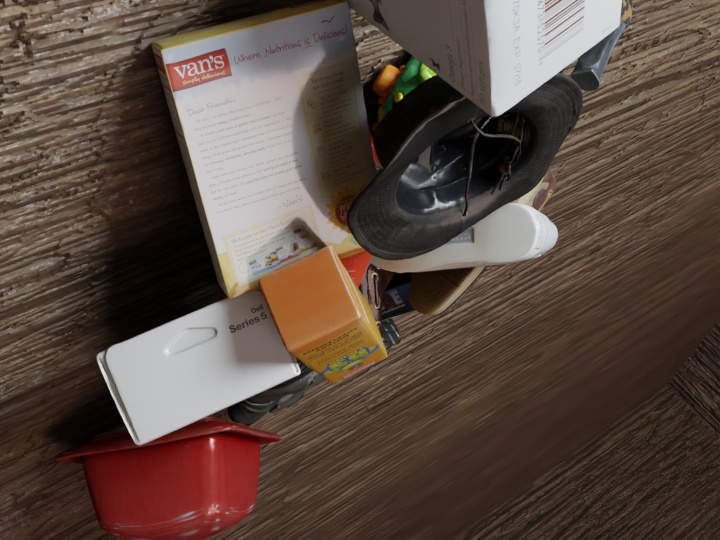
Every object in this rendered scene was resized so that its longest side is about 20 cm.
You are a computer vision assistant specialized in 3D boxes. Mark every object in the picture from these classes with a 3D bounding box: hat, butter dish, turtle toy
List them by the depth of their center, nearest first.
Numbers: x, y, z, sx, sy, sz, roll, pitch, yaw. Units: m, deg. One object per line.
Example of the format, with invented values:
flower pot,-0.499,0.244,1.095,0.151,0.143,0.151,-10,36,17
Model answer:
hat,0.066,-0.101,0.641,0.200,0.081,0.201,-25,155,-13
turtle toy,0.067,-0.124,0.795,0.101,0.146,0.200,-18,151,2
butter dish,-0.192,0.242,0.885,0.199,0.148,0.199,-10,163,8

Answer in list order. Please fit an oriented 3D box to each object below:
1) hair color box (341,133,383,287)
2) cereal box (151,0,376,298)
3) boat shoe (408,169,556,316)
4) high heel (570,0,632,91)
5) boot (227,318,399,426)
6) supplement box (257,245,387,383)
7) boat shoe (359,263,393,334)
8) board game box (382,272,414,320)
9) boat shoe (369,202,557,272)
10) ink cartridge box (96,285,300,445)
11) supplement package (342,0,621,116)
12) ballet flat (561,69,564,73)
hair color box,-0.034,-0.034,0.802,0.061,0.102,0.200,-1,137,-25
cereal box,-0.063,-0.093,0.639,0.143,0.040,0.201,-19,119,-17
boat shoe,0.129,-0.029,0.840,0.072,0.072,0.200,39,84,-42
high heel,0.225,-0.302,0.841,0.200,0.071,0.143,54,53,-44
boot,-0.059,0.111,0.977,0.199,0.068,0.131,-17,156,-31
supplement box,-0.025,0.045,0.713,0.066,0.069,0.200,-26,165,2
boat shoe,0.000,0.000,0.884,0.070,0.070,0.201,1,115,-16
board game box,0.105,-0.010,0.980,0.135,0.035,0.200,-21,-169,43
boat shoe,0.086,-0.035,0.777,0.199,0.072,0.068,-6,173,36
ink cartridge box,-0.138,0.082,0.753,0.145,0.084,0.200,-24,178,-7
supplement package,0.060,-0.219,0.546,0.117,0.200,0.117,-37,147,-11
ballet flat,0.196,-0.179,0.944,0.071,0.071,0.200,-35,153,-13
